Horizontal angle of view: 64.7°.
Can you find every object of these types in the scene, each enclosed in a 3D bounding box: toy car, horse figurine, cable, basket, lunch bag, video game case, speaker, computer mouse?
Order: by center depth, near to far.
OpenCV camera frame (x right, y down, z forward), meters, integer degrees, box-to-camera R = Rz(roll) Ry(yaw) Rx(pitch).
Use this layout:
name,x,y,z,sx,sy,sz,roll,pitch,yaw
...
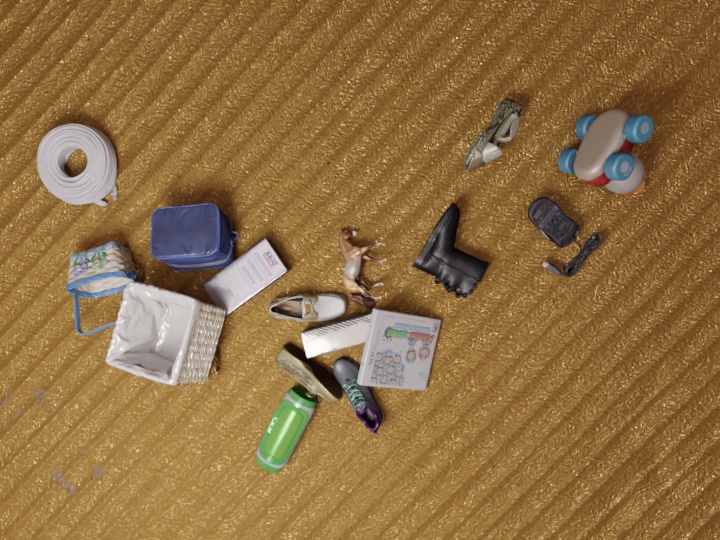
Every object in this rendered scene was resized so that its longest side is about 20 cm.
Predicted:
name,x,y,z,sx,sy,sz,roll,pitch,yaw
basket,-0.453,0.148,1.345,0.196,0.161,0.203,12,85,18
toy car,0.615,-0.260,1.346,0.198,0.184,0.179,26,93,-27
video game case,0.097,0.195,1.386,0.198,0.024,0.185,11,92,-31
computer mouse,0.475,-0.078,1.400,0.199,0.046,0.141,34,98,-3
lunch bag,-0.400,-0.079,1.402,0.197,0.132,0.138,-3,76,4
basket,-0.637,0.044,1.412,0.174,0.139,0.203,-18,81,3
horse figurine,0.000,0.000,1.418,0.131,0.050,0.203,6,98,15
speaker,-0.187,0.398,1.427,0.088,0.088,0.202,28,93,2
cable,-0.719,-0.269,1.442,0.197,0.069,0.203,4,92,3

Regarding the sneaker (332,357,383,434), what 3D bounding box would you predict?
name,x,y,z,sx,sy,sz,roll,pitch,yaw
sneaker,-0.003,0.308,1.412,0.074,0.088,0.201,-34,90,3

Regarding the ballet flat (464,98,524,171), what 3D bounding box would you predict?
name,x,y,z,sx,sy,sz,roll,pitch,yaw
ballet flat,0.330,-0.323,1.379,0.075,0.068,0.201,34,91,39

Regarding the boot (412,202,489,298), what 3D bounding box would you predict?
name,x,y,z,sx,sy,sz,roll,pitch,yaw
boot,0.239,-0.043,1.396,0.161,0.073,0.200,30,100,4

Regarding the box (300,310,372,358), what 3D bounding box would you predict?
name,x,y,z,sx,sy,sz,roll,pitch,yaw
box,-0.044,0.157,1.414,0.197,0.082,0.069,-16,90,2

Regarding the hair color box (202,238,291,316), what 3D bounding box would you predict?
name,x,y,z,sx,sy,sz,roll,pitch,yaw
hair color box,-0.285,0.017,1.432,0.199,0.061,0.100,-36,90,4

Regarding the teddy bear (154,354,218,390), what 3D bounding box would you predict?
name,x,y,z,sx,sy,sz,roll,pitch,yaw
teddy bear,-0.453,0.234,1.453,0.198,0.067,0.147,-22,81,10

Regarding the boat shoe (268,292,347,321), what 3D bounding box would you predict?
name,x,y,z,sx,sy,sz,roll,pitch,yaw
boat shoe,-0.132,0.096,1.422,0.197,0.068,0.076,-6,92,3

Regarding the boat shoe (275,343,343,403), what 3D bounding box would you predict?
name,x,y,z,sx,sy,sz,roll,pitch,yaw
boat shoe,-0.128,0.266,1.424,0.199,0.073,0.063,39,108,20
